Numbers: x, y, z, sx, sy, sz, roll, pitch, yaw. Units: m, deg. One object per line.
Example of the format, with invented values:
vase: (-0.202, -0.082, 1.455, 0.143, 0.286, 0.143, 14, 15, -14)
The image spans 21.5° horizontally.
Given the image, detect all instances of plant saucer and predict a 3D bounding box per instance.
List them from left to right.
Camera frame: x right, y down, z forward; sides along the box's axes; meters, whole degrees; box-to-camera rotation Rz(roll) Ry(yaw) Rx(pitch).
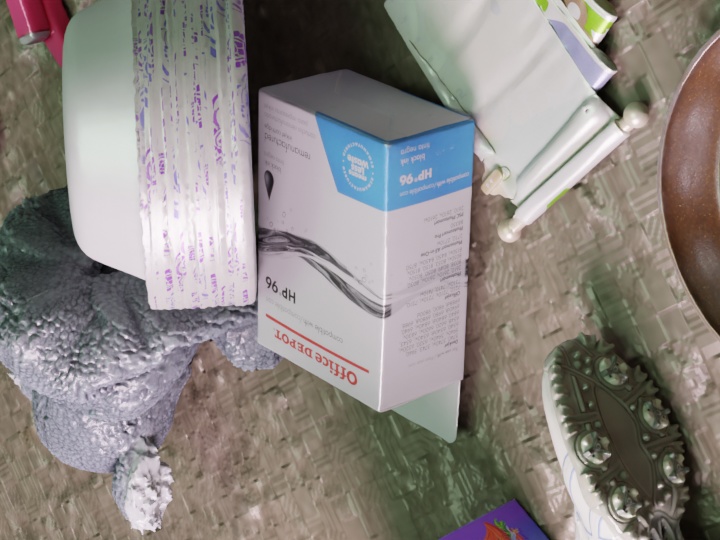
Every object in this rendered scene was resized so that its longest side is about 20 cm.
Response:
plant saucer: (0.229, -0.033, 0.882, 0.199, 0.034, 0.202, 18, 116, 41)

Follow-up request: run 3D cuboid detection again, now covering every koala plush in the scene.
koala plush: (-0.164, 0.057, 1.219, 0.177, 0.183, 0.201, 44, 142, 26)

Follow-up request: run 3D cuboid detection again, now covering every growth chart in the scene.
growth chart: (0.075, -0.132, 1.011, 0.145, 0.018, 0.201, -36, 78, 45)

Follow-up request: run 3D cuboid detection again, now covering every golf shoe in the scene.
golf shoe: (0.133, 0.136, 1.008, 0.097, 0.078, 0.201, -31, 80, 52)

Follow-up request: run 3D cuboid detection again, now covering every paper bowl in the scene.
paper bowl: (-0.113, -0.078, 1.079, 0.201, 0.103, 0.203, 178, 90, -85)

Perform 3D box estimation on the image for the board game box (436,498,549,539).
board game box: (0.009, 0.216, 1.064, 0.045, 0.199, 0.135, 48, 132, 21)

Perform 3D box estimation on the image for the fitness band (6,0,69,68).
fitness band: (-0.183, -0.215, 1.226, 0.143, 0.037, 0.202, -12, 96, 46)

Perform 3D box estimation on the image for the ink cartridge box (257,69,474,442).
ink cartridge box: (0.000, 0.000, 1.083, 0.116, 0.067, 0.202, 26, 124, 44)
